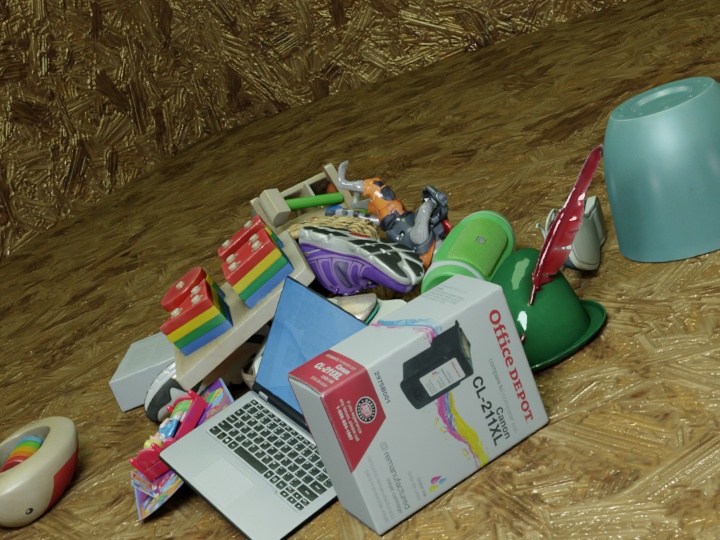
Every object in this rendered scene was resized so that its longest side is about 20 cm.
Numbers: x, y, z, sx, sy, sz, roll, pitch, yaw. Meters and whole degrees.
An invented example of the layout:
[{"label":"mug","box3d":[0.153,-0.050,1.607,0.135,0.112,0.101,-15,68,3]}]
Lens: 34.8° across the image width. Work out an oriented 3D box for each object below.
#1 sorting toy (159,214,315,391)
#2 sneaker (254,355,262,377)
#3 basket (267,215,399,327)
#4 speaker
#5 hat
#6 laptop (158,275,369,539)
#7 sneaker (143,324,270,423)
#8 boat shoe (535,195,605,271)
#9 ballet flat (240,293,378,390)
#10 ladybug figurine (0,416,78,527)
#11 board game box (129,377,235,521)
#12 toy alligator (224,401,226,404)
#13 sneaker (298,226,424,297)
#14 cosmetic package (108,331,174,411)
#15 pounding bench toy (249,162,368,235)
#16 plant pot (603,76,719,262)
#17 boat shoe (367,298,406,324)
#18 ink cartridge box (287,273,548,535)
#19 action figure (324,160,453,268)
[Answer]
[{"label":"sorting toy","box3d":[-0.162,0.025,1.386,0.198,0.070,0.200,-41,18,1]},{"label":"sneaker","box3d":[-0.046,0.128,1.266,0.198,0.081,0.078,-7,21,41]},{"label":"basket","box3d":[-0.069,0.018,1.525,0.197,0.145,0.149,-14,17,29]},{"label":"speaker","box3d":[0.136,-0.005,1.419,0.087,0.090,0.200,-15,18,26]},{"label":"hat","box3d":[0.162,-0.007,1.216,0.198,0.178,0.165,-30,17,-25]},{"label":"laptop","box3d":[-0.081,0.132,1.118,0.199,0.117,0.186,-32,40,-28]},{"label":"sneaker","box3d":[-0.190,0.132,1.464,0.199,0.080,0.074,-41,-12,2]},{"label":"boat shoe","box3d":[0.255,-0.044,1.396,0.061,0.076,0.200,-14,17,23]},{"label":"ballet flat","box3d":[-0.067,0.080,1.349,0.200,0.067,0.068,-42,18,17]},{"label":"ladybug figurine","box3d":[-0.401,0.245,1.390,0.134,0.073,0.200,-21,17,11]},{"label":"board game box","box3d":[-0.210,0.181,1.266,0.159,0.039,0.200,-50,17,-3]},{"label":"toy alligator","box3d":[-0.135,0.179,1.277,0.053,0.060,0.200,18,8,-13]},{"label":"sneaker","box3d":[0.000,0.000,1.415,0.080,0.085,0.198,-5,16,-42]},{"label":"cosmetic package","box3d":[-0.244,0.116,1.625,0.197,0.052,0.151,-21,18,8]},{"label":"pounding bench toy","box3d":[-0.067,-0.076,1.689,0.154,0.125,0.201,-27,-22,-13]},{"label":"plant pot","box3d":[0.375,-0.128,1.342,0.198,0.163,0.201,-21,15,6]},{"label":"boat shoe","box3d":[0.038,0.078,1.324,0.073,0.062,0.200,-50,18,-6]},{"label":"ink cartridge box","box3d":[0.055,0.115,1.034,0.198,0.148,0.083,-29,18,-20]},{"label":"action figure","box3d":[0.055,-0.055,1.586,0.105,0.192,0.201,-49,-19,-16]}]
